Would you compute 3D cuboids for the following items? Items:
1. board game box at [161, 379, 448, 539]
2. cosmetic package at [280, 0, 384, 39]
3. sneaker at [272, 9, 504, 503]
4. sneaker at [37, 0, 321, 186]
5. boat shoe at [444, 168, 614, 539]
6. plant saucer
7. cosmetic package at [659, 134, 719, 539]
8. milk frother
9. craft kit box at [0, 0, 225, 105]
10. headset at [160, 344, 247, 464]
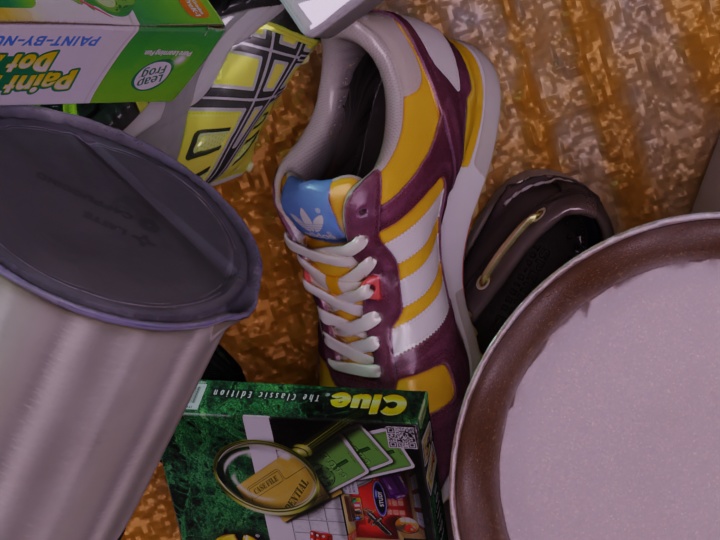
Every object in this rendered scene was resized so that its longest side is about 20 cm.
[{"bbox_3d":[-0.014,0.123,0.862,0.104,0.024,0.201,3,131,16],"label":"board game box"},{"bbox_3d":[0.038,-0.178,0.772,0.200,0.071,0.102,-34,91,7],"label":"cosmetic package"},{"bbox_3d":[0.000,0.000,0.853,0.090,0.075,0.201,12,79,-50],"label":"sneaker"},{"bbox_3d":[-0.059,-0.082,0.856,0.200,0.075,0.077,-42,137,-17],"label":"sneaker"},{"bbox_3d":[0.049,0.056,0.902,0.072,0.060,0.201,23,96,-11],"label":"boat shoe"},{"bbox_3d":[0.132,0.077,0.813,0.199,0.032,0.201,0,98,1],"label":"plant saucer"},{"bbox_3d":[0.225,0.049,0.895,0.199,0.123,0.200,18,97,-8],"label":"cosmetic package"},{"bbox_3d":[-0.153,0.061,0.703,0.180,0.200,0.189,23,118,-8],"label":"milk frother"},{"bbox_3d":[-0.170,-0.139,0.736,0.200,0.197,0.049,55,127,22],"label":"craft kit box"},{"bbox_3d":[-0.098,0.070,0.868,0.123,0.094,0.200,-29,113,-2],"label":"headset"}]
